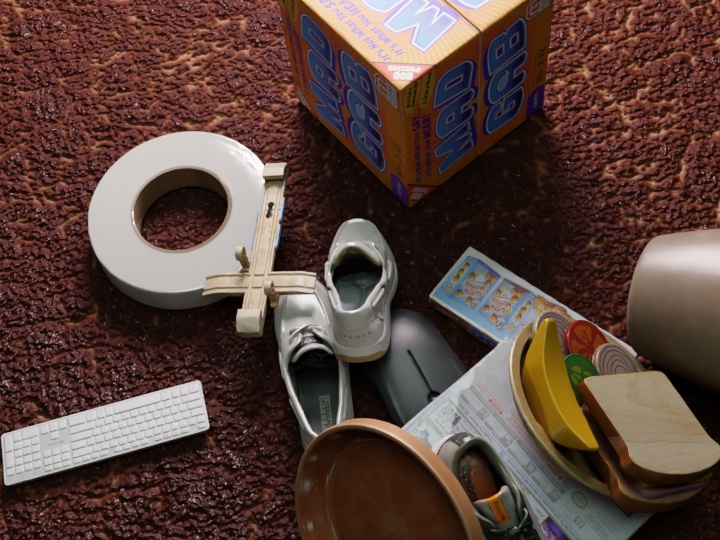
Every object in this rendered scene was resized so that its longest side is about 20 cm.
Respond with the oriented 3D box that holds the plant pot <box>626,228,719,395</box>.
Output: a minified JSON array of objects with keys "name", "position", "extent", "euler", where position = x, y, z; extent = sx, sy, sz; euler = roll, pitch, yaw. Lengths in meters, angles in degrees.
[{"name":"plant pot","position":[0.341,0.035,1.072],"extent":[0.173,0.201,0.201],"euler":[12,60,32]}]

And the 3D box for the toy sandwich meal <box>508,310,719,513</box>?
[{"name":"toy sandwich meal","position":[0.217,0.112,1.023],"extent":[0.203,0.070,0.207],"euler":[20,44,-21]}]

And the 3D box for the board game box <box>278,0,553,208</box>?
[{"name":"board game box","position":[0.057,-0.235,1.230],"extent":[0.199,0.200,0.200],"euler":[-37,64,-15]}]

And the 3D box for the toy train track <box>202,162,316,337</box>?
[{"name":"toy train track","position":[-0.097,-0.030,1.173],"extent":[0.113,0.033,0.202],"euler":[-2,56,12]}]

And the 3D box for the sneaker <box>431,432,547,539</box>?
[{"name":"sneaker","position":[0.116,0.222,0.963],"extent":[0.073,0.079,0.201],"euler":[-26,76,-15]}]

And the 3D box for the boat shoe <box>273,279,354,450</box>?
[{"name":"boat shoe","position":[-0.046,0.083,1.131],"extent":[0.071,0.066,0.202],"euler":[-8,59,1]}]

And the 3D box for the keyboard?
[{"name":"keyboard","position":[-0.245,0.155,1.139],"extent":[0.198,0.011,0.057],"euler":[-15,60,-4]}]

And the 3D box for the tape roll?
[{"name":"tape roll","position":[-0.183,-0.054,1.241],"extent":[0.200,0.037,0.205],"euler":[-2,59,4]}]

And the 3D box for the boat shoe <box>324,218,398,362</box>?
[{"name":"boat shoe","position":[0.000,0.000,1.143],"extent":[0.070,0.070,0.201],"euler":[-8,36,2]}]

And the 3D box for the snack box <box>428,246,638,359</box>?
[{"name":"snack box","position":[0.165,0.056,1.153],"extent":[0.199,0.024,0.072],"euler":[33,69,21]}]

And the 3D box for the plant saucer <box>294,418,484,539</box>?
[{"name":"plant saucer","position":[0.026,0.218,0.986],"extent":[0.200,0.202,0.032],"euler":[41,39,24]}]

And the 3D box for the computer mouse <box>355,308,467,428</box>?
[{"name":"computer mouse","position":[0.066,0.106,1.116],"extent":[0.138,0.053,0.200],"euler":[-32,62,-13]}]

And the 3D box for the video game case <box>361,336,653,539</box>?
[{"name":"video game case","position":[0.128,0.192,1.039],"extent":[0.181,0.046,0.200],"euler":[-38,78,-17]}]
